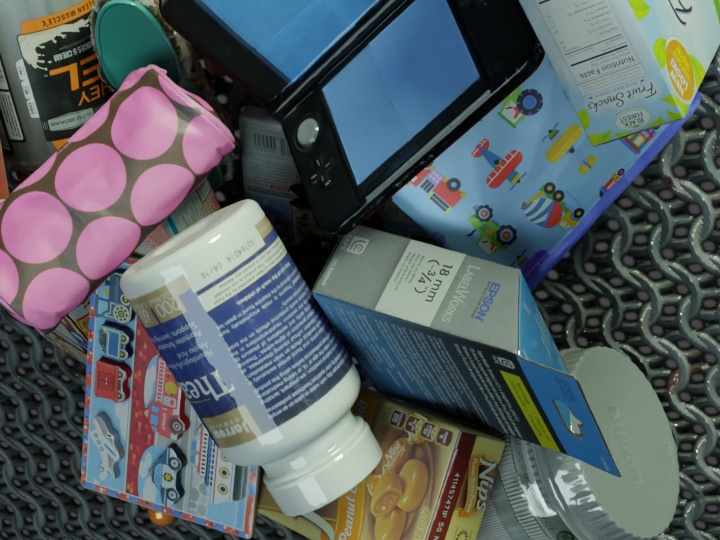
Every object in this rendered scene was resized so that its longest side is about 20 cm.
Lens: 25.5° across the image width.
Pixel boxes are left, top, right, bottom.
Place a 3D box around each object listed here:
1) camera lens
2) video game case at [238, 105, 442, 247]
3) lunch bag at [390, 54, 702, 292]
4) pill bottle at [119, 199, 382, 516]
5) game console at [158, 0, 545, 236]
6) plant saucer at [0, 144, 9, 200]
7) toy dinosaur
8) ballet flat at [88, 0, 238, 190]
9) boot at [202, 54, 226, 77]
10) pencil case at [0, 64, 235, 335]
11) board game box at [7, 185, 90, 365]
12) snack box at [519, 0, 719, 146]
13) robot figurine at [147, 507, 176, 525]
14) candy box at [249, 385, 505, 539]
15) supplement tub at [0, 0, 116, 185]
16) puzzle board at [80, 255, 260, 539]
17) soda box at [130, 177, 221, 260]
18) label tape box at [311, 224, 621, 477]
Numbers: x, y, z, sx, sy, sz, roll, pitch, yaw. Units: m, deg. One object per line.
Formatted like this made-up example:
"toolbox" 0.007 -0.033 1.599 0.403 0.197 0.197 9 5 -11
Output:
"camera lens" 0.119 0.154 1.210 0.199 0.160 0.160 -23 111 37
"video game case" 0.004 -0.029 1.226 0.199 0.024 0.183 12 128 18
"lunch bag" 0.118 -0.103 1.069 0.150 0.094 0.200 41 113 -5
"pill bottle" -0.069 0.062 1.090 0.111 0.111 0.201 -23 102 37
"game console" -0.011 -0.151 1.006 0.118 0.173 0.200 18 132 -44
"plant saucer" -0.322 -0.095 1.183 0.199 0.037 0.201 17 121 43
"toy dinosaur" 0.000 0.000 1.193 0.199 0.102 0.136 -27 126 17
"ballet flat" -0.143 -0.141 1.162 0.075 0.064 0.201 -5 138 14
"boot" -0.027 -0.192 1.094 0.143 0.071 0.202 21 135 4
"pencil case" -0.183 -0.052 1.097 0.094 0.200 0.091 46 177 11
"board game box" -0.248 0.011 1.288 0.151 0.046 0.200 27 158 38
"snack box" 0.142 -0.202 0.931 0.067 0.169 0.201 -17 114 36
"robot figurine" -0.110 0.147 1.322 0.143 0.117 0.200 -5 173 -11
"candy box" 0.005 0.149 1.167 0.055 0.116 0.199 19 178 -43
"supplement tub" -0.231 -0.160 1.183 0.122 0.123 0.201 6 126 23
"puzzle board" -0.141 0.094 1.195 0.150 0.017 0.201 14 112 20
"soda box" -0.136 -0.005 1.229 0.068 0.064 0.201 12 145 27
"label tape box" 0.084 0.052 1.070 0.199 0.064 0.144 17 156 30
